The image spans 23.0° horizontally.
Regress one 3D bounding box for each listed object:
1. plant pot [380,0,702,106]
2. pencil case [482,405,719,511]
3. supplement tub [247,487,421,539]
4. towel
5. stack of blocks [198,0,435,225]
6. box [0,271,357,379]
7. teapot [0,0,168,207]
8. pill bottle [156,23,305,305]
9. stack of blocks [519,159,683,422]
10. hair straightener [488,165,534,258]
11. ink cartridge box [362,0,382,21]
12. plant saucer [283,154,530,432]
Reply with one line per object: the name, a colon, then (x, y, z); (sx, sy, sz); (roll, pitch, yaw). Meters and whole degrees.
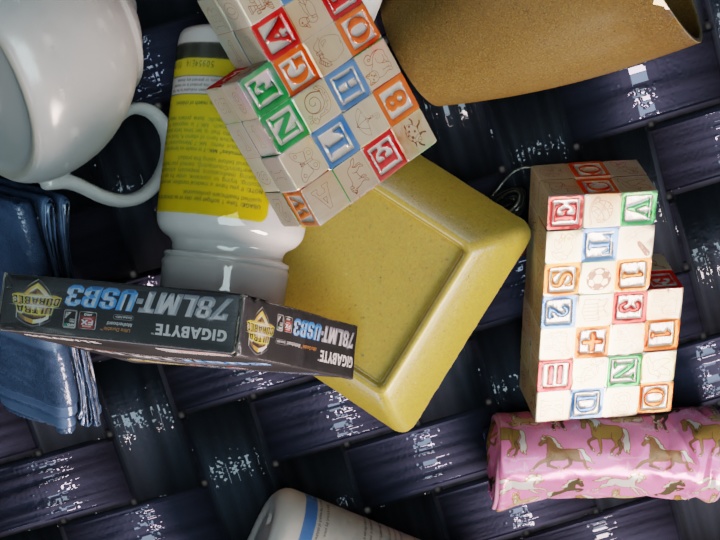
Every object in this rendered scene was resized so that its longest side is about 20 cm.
plant pot: (0.123, -0.207, 1.312); (0.199, 0.187, 0.187); (-27, 106, 21)
pencil case: (0.202, 0.154, 1.454); (0.199, 0.087, 0.083); (-3, 93, -1)
supplement tub: (0.000, 0.271, 1.455); (0.199, 0.132, 0.132); (23, 104, -8)
towel: (-0.260, 0.025, 1.388); (0.048, 0.111, 0.201); (-30, 122, -40)
stack of blocks: (-0.047, -0.146, 1.249); (0.115, 0.059, 0.201); (-36, 107, -23)
box: (-0.130, 0.043, 1.302); (0.199, 0.198, 0.050); (4, 84, 23)
teapot: (-0.226, -0.167, 1.312); (0.146, 0.197, 0.200); (-31, 151, -31)
pill bottle: (-0.092, -0.076, 1.332); (0.114, 0.114, 0.201); (7, 87, -4)
stack of blocks: (0.191, 0.016, 1.400); (0.115, 0.059, 0.201); (-4, 118, -8)
hair straightener: (0.089, -0.026, 1.416); (0.199, 0.041, 0.077); (-28, 105, 12)
ink cartridge box: (-0.024, -0.258, 1.313); (0.117, 0.067, 0.201); (19, 105, -8)
plant saucer: (0.000, 0.000, 1.390); (0.199, 0.048, 0.201); (33, 103, 7)
